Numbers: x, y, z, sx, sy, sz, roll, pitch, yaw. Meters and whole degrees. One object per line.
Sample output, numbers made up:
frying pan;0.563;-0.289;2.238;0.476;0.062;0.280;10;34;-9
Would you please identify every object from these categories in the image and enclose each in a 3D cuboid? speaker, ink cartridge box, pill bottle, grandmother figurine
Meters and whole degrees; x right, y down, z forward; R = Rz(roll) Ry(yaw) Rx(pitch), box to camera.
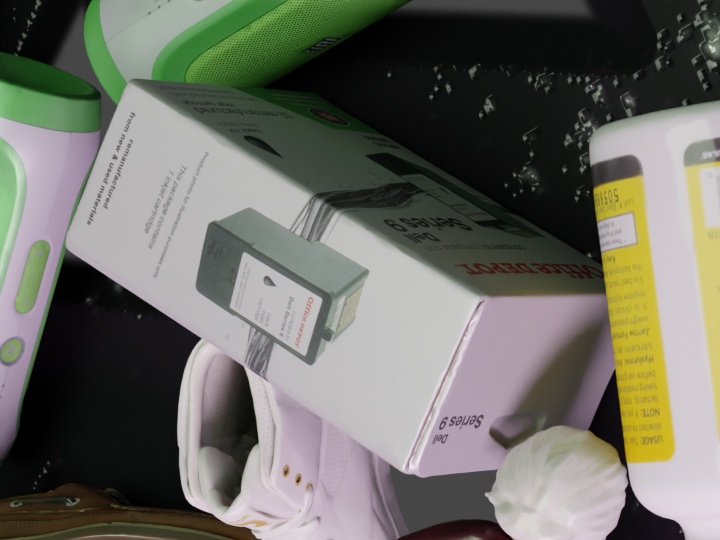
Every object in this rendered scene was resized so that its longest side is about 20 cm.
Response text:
speaker;-0.028;-0.135;1.170;0.200;0.088;0.089;-28;76;32
speaker;-0.187;0.000;1.274;0.088;0.088;0.201;25;105;31
ink cartridge box;0.000;0.000;1.119;0.200;0.146;0.084;32;107;29
pill bottle;0.155;0.036;1.034;0.111;0.111;0.201;-8;86;34
grandmother figurine;0.059;0.144;1.092;0.121;0.061;0.200;19;127;-1

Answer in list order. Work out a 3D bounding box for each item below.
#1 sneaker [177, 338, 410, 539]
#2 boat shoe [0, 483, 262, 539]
sneaker;-0.031;0.119;1.161;0.073;0.115;0.201;-15;84;32
boat shoe;-0.131;0.131;1.252;0.199;0.068;0.072;-3;126;18
